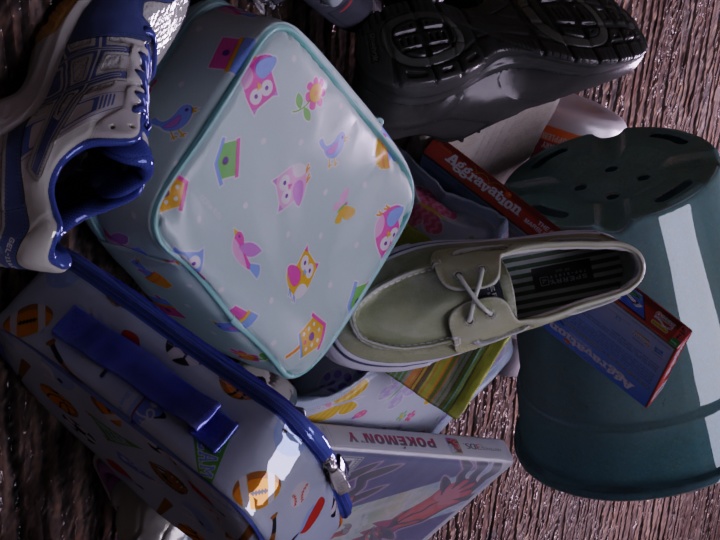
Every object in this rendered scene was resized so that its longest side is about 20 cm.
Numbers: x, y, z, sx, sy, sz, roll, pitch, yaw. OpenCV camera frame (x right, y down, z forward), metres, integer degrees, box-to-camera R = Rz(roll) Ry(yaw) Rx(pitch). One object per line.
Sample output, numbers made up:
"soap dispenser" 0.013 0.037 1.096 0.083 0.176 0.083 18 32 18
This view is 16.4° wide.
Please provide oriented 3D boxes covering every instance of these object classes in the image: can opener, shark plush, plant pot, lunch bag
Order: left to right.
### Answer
"lunch bag" -0.092 0.076 1.292 0.076 0.200 0.160 -51 157 -16
"shark plush" -0.089 0.136 1.403 0.083 0.091 0.200 50 46 -49
"lunch bag" -0.057 -0.045 1.372 0.160 0.077 0.200 -61 144 -16
"can opener" -0.023 -0.165 1.391 0.079 0.063 0.200 -39 163 5
"lunch bag" -0.005 0.048 1.579 0.200 0.127 0.170 -48 156 -20
"plant pot" 0.186 0.020 1.698 0.200 0.200 0.196 -44 130 -46

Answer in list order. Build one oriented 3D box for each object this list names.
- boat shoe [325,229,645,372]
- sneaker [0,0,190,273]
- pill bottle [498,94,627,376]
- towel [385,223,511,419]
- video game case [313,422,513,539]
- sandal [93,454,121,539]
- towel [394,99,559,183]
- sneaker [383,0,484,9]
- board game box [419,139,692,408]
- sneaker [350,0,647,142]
"boat shoe" 0.070 0.009 1.459 0.200 0.072 0.062 -15 179 -19
"sneaker" -0.126 -0.070 1.210 0.200 0.088 0.075 -55 155 -31
"pill bottle" 0.111 -0.032 1.807 0.110 0.110 0.200 -11 122 -66
"towel" 0.000 0.000 1.477 0.086 0.200 0.018 -60 -167 -19
"video game case" -0.026 0.167 1.588 0.182 0.023 0.200 8 135 -46
"sandal" -0.119 0.187 1.489 0.050 0.082 0.203 -37 120 -24
"towel" 0.070 -0.093 1.632 0.133 0.034 0.200 -26 160 -26
"sneaker" 0.061 -0.175 1.555 0.200 0.074 0.087 20 75 -65
"board game box" 0.116 0.002 1.581 0.019 0.200 0.103 -47 168 -22
"sneaker" 0.077 -0.121 1.494 0.200 0.076 0.091 -9 147 -25
